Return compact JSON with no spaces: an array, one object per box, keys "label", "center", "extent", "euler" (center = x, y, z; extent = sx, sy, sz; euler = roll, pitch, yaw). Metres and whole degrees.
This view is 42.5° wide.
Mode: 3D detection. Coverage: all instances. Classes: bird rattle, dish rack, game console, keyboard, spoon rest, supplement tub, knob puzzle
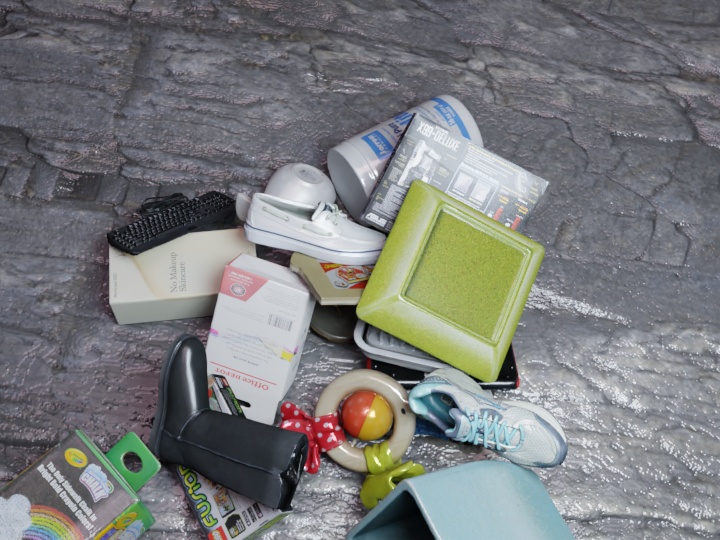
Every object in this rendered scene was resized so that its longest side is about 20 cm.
[{"label":"bird rattle","center":[-0.006,0.202,1.175],"extent":[0.200,0.113,0.163],"euler":[26,96,18]},{"label":"dish rack","center":[0.090,0.059,1.240],"extent":[0.172,0.044,0.200],"euler":[13,46,7]},{"label":"game console","center":[0.107,0.093,1.259],"extent":[0.200,0.031,0.177],"euler":[0,46,-3]},{"label":"keyboard","center":[-0.268,-0.082,1.296],"extent":[0.104,0.040,0.200],"euler":[20,33,36]},{"label":"spoon rest","center":[-0.111,-0.105,1.331],"extent":[0.099,0.061,0.200],"euler":[37,34,16]},{"label":"supplement tub","center":[0.067,-0.162,1.355],"extent":[0.200,0.132,0.132],"euler":[-28,69,-17]},{"label":"knob puzzle","center":[0.000,0.000,1.226],"extent":[0.219,0.030,0.220],"euler":[8,26,-4]}]

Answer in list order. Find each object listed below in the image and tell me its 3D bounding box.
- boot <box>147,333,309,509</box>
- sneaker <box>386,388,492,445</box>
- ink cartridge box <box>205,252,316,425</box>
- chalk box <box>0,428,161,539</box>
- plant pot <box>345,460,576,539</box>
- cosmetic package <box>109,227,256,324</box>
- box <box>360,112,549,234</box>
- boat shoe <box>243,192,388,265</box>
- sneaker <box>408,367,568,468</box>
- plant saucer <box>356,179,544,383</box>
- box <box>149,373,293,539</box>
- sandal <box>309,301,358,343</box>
[{"label":"boot","center":[-0.152,0.179,1.107],"extent":[0.200,0.066,0.165],"euler":[15,99,31]},{"label":"sneaker","center":[0.083,0.173,1.234],"extent":[0.200,0.075,0.087],"euler":[11,43,3]},{"label":"ink cartridge box","center":[-0.136,0.092,1.219],"extent":[0.116,0.200,0.067],"euler":[19,20,6]},{"label":"chalk box","center":[-0.335,0.284,1.116],"extent":[0.200,0.124,0.125],"euler":[-39,71,-21]},{"label":"plant pot","center":[0.137,0.333,1.084],"extent":[0.200,0.196,0.196],"euler":[-15,64,-33]},{"label":"cosmetic package","center":[-0.243,0.007,1.286],"extent":[0.200,0.073,0.104],"euler":[-6,63,-7]},{"label":"box","center":[0.122,-0.093,1.219],"extent":[0.200,0.050,0.158],"euler":[26,96,-4]},{"label":"boat shoe","center":[-0.052,-0.057,1.210],"extent":[0.200,0.067,0.074],"euler":[8,26,-5]},{"label":"sneaker","center":[0.143,0.184,1.083],"extent":[0.200,0.078,0.086],"euler":[21,18,31]},{"label":"plant saucer","center":[0.123,0.008,1.141],"extent":[0.200,0.048,0.200],"euler":[27,73,-9]},{"label":"box","center":[-0.178,0.243,1.166],"extent":[0.110,0.035,0.200],"euler":[-36,68,13]},{"label":"sandal","center":[-0.044,0.008,1.306],"extent":[0.082,0.055,0.200],"euler":[-3,64,-5]}]
